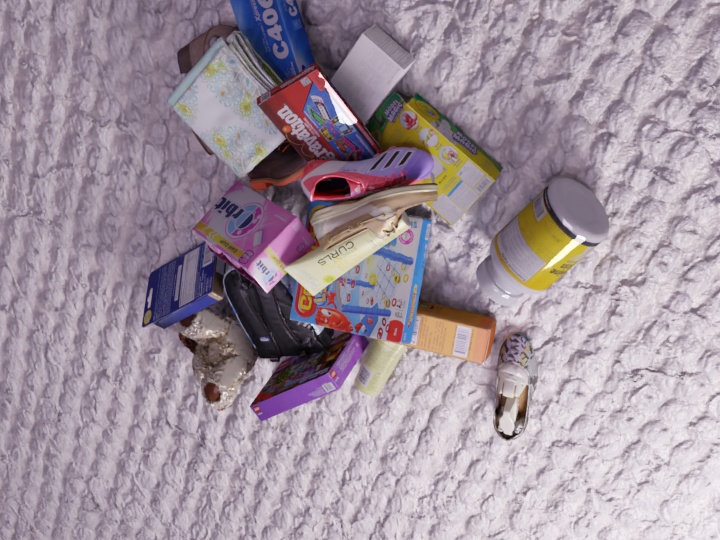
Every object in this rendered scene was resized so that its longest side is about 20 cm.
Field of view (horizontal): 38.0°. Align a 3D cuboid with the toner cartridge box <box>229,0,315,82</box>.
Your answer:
[{"bbox_3d":[-0.126,-0.342,1.551,0.094,0.043,0.202,-7,107,43],"label":"toner cartridge box"}]

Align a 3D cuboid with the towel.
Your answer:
[{"bbox_3d":[-0.187,-0.245,1.573,0.171,0.048,0.200,49,137,-8],"label":"towel"}]

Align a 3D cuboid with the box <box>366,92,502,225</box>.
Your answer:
[{"bbox_3d":[0.101,-0.174,1.573,0.200,0.048,0.117,40,130,-4],"label":"box"}]

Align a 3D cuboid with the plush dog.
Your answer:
[{"bbox_3d":[-0.258,0.160,1.930,0.172,0.160,0.201,-38,71,52],"label":"plush dog"}]

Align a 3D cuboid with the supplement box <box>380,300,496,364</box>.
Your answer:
[{"bbox_3d":[0.116,0.093,1.703,0.198,0.067,0.069,15,106,14],"label":"supplement box"}]

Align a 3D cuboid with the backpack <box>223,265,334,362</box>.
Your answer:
[{"bbox_3d":[-0.149,0.042,1.787,0.162,0.155,0.200,-11,136,34],"label":"backpack"}]

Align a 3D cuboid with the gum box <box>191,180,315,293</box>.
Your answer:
[{"bbox_3d":[-0.178,-0.059,1.686,0.200,0.114,0.066,32,164,47],"label":"gum box"}]

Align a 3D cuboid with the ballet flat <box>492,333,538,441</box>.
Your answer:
[{"bbox_3d":[0.252,0.202,1.721,0.071,0.072,0.202,12,124,20],"label":"ballet flat"}]

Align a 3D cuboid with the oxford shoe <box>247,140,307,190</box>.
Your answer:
[{"bbox_3d":[-0.125,-0.177,1.645,0.199,0.071,0.073,-10,111,49],"label":"oxford shoe"}]

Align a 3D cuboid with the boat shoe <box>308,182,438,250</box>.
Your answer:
[{"bbox_3d":[0.025,-0.078,1.526,0.198,0.074,0.067,-15,88,20],"label":"boat shoe"}]

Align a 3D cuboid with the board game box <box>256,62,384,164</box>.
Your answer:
[{"bbox_3d":[-0.053,-0.204,1.516,0.102,0.020,0.200,-27,134,17],"label":"board game box"}]

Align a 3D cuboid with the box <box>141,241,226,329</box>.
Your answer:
[{"bbox_3d":[-0.313,0.026,1.864,0.199,0.122,0.032,-25,140,35],"label":"box"}]

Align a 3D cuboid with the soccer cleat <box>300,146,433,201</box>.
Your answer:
[{"bbox_3d":[0.012,-0.134,1.526,0.198,0.077,0.067,-5,126,-4],"label":"soccer cleat"}]

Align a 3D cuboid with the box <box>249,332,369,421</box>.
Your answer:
[{"bbox_3d":[-0.090,0.183,1.837,0.199,0.137,0.039,-26,107,36],"label":"box"}]

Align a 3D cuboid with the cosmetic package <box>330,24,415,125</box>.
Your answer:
[{"bbox_3d":[-0.007,-0.263,1.566,0.082,0.051,0.200,42,129,2],"label":"cosmetic package"}]

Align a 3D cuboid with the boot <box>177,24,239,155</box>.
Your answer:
[{"bbox_3d":[-0.205,-0.283,1.642,0.145,0.070,0.201,-3,117,28],"label":"boot"}]

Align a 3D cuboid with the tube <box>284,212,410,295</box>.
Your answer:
[{"bbox_3d":[-0.016,-0.033,1.607,0.199,0.052,0.058,-33,89,15],"label":"tube"}]

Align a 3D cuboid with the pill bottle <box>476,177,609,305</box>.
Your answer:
[{"bbox_3d":[0.261,-0.036,1.537,0.112,0.112,0.200,41,129,-3],"label":"pill bottle"}]

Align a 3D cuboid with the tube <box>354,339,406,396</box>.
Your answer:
[{"bbox_3d":[0.050,0.127,1.792,0.058,0.052,0.201,7,125,-26],"label":"tube"}]

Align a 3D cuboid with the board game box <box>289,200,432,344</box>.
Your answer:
[{"bbox_3d":[0.000,0.000,1.668,0.194,0.056,0.202,10,93,20],"label":"board game box"}]
